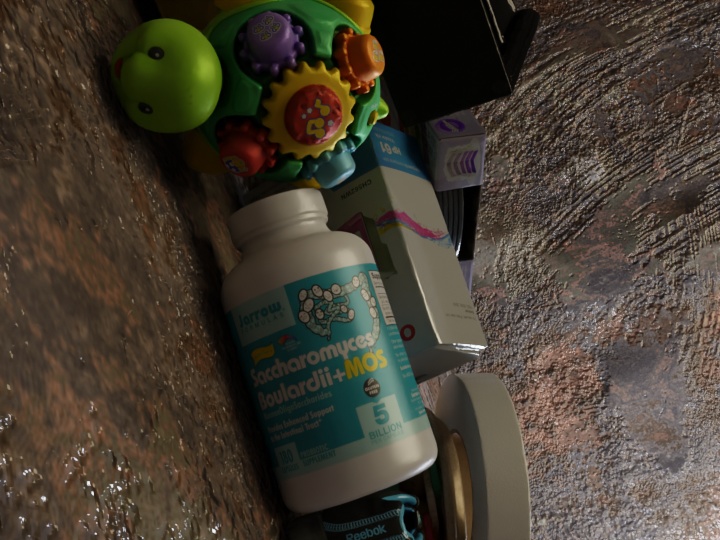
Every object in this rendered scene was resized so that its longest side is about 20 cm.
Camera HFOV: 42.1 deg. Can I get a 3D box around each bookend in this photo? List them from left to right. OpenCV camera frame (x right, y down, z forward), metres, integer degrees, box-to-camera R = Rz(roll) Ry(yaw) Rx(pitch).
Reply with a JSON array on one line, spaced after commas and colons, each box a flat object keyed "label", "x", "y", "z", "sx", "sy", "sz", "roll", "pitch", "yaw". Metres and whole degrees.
[{"label": "bookend", "x": 0.060, "y": -0.249, "z": 0.741, "sx": 0.200, "sy": 0.091, "sz": 0.200, "roll": 66, "pitch": 26, "yaw": -22}]

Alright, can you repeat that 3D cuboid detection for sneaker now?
[{"label": "sneaker", "x": 0.012, "y": 0.196, "z": 0.667, "sx": 0.200, "sy": 0.081, "sz": 0.074, "roll": 48, "pitch": 21, "yaw": -76}]

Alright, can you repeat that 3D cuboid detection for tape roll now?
[{"label": "tape roll", "x": 0.097, "y": 0.188, "z": 0.787, "sx": 0.203, "sy": 0.037, "sz": 0.206, "roll": 179, "pitch": -90, "yaw": -83}]

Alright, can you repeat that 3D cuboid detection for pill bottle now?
[{"label": "pill bottle", "x": -0.028, "y": 0.051, "z": 0.632, "sx": 0.111, "sy": 0.110, "sz": 0.202, "roll": 28, "pitch": 42, "yaw": -80}]

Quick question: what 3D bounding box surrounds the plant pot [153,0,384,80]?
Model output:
[{"label": "plant pot", "x": -0.072, "y": -0.219, "z": 0.766, "sx": 0.200, "sy": 0.193, "sz": 0.196, "roll": -66, "pitch": 137, "yaw": -65}]

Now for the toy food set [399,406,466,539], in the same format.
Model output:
[{"label": "toy food set", "x": 0.051, "y": 0.215, "z": 0.815, "sx": 0.199, "sy": 0.048, "sz": 0.202, "roll": -105, "pitch": -163, "yaw": -61}]

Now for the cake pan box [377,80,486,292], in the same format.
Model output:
[{"label": "cake pan box", "x": 0.061, "y": -0.090, "z": 0.892, "sx": 0.201, "sy": 0.052, "sz": 0.186, "roll": -113, "pitch": -162, "yaw": -50}]

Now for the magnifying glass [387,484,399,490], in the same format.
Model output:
[{"label": "magnifying glass", "x": 0.014, "y": 0.147, "z": 0.823, "sx": 0.080, "sy": 0.022, "sz": 0.202, "roll": 125, "pitch": -33, "yaw": -69}]

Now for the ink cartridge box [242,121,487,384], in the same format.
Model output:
[{"label": "ink cartridge box", "x": 0.000, "y": 0.000, "z": 0.780, "sx": 0.084, "sy": 0.144, "sz": 0.202, "roll": 9, "pitch": 58, "yaw": -55}]

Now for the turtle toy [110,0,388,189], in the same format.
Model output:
[{"label": "turtle toy", "x": -0.066, "y": -0.119, "z": 0.614, "sx": 0.101, "sy": 0.198, "sz": 0.147, "roll": 49, "pitch": -52, "yaw": 54}]
